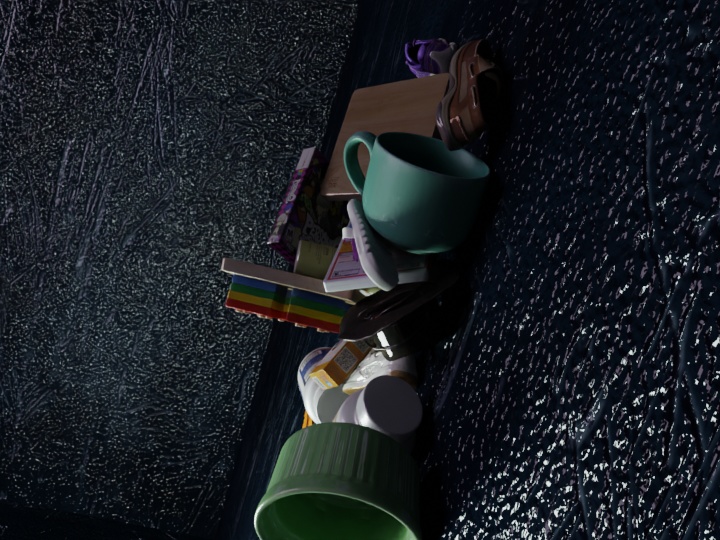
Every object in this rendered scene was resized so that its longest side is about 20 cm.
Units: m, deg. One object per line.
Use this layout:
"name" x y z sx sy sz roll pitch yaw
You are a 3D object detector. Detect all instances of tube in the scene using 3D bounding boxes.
"tube" 0.000 0.000 1.013 0.052 0.194 0.060 161 122 -79

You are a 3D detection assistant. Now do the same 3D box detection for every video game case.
"video game case" 0.035 -0.034 0.962 0.201 0.139 0.018 -71 -30 -59
"video game case" -0.055 -0.071 1.160 0.035 0.200 0.185 -4 57 40

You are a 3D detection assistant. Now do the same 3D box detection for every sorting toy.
"sorting toy" 0.054 -0.196 1.099 0.196 0.069 0.204 2 68 41
"sorting toy" -0.096 0.048 1.047 0.200 0.193 0.072 43 -120 -80

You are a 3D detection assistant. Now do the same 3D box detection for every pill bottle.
"pill bottle" 0.009 0.228 0.911 0.202 0.108 0.113 116 164 -44
"pill bottle" -0.051 0.212 1.221 0.200 0.108 0.114 -145 71 -78

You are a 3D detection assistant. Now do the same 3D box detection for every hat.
"hat" 0.063 0.066 0.894 0.197 0.082 0.201 -30 9 5

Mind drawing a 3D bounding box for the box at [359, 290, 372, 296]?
"box" 0.049 -0.009 1.110 0.041 0.039 0.200 -39 -7 -33

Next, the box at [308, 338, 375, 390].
"box" 0.005 0.100 1.091 0.200 0.042 0.119 -46 1 -19

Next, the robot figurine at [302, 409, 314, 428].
"robot figurine" -0.082 0.288 1.412 0.146 0.057 0.205 124 156 -58

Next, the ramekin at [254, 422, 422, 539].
"ramekin" -0.019 0.271 0.810 0.099 0.195 0.202 -77 9 -47

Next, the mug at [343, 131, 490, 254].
"mug" 0.070 -0.100 0.880 0.185 0.148 0.117 50 133 51

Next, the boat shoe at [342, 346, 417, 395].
"boat shoe" 0.033 0.148 1.014 0.199 0.069 0.071 -36 40 59

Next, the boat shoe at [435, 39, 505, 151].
"boat shoe" 0.155 -0.235 0.895 0.070 0.076 0.204 -13 44 35

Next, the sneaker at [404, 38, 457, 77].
"sneaker" 0.113 -0.383 1.216 0.200 0.081 0.083 -120 46 -75

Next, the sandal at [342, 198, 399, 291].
"sandal" 0.003 -0.034 0.887 0.050 0.082 0.204 -39 22 14
